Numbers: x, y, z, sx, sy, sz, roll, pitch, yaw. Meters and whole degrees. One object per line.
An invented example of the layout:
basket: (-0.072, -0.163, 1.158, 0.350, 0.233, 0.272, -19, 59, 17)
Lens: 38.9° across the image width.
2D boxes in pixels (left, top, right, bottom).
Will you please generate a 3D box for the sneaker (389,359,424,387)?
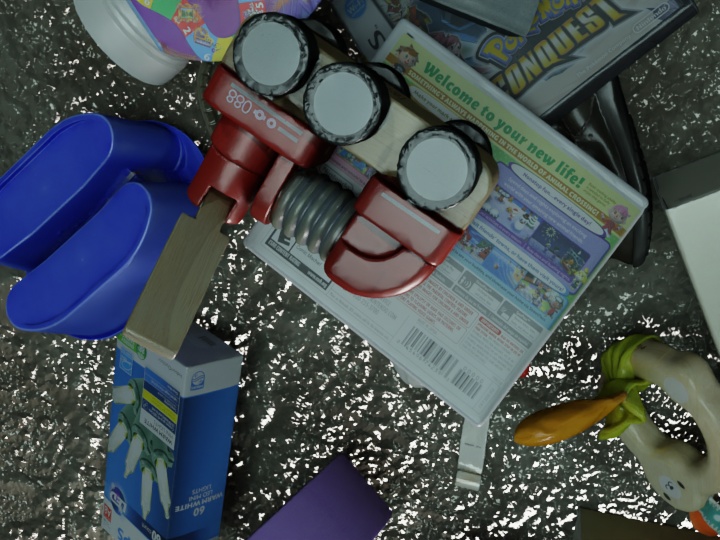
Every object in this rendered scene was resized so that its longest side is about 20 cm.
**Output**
sneaker: (0.000, 0.000, 0.792, 0.088, 0.075, 0.202, -19, 92, 21)

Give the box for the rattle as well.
rattle: (0.214, 0.160, 0.746, 0.129, 0.143, 0.202, 4, 124, 42)

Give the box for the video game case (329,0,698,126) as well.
video game case: (0.093, -0.182, 0.693, 0.199, 0.025, 0.182, -37, 72, 22)

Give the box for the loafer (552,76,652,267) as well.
loafer: (0.158, -0.097, 0.725, 0.071, 0.073, 0.202, -15, 94, 20)

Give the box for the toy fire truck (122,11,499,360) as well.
toy fire truck: (-0.038, -0.031, 0.613, 0.175, 0.129, 0.201, 35, 107, 4)

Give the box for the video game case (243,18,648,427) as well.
video game case: (0.053, -0.031, 0.665, 0.199, 0.022, 0.183, 37, 95, 4)

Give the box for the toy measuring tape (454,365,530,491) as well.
toy measuring tape: (0.095, 0.094, 0.796, 0.073, 0.074, 0.202, 11, 109, 9)

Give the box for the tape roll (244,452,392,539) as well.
tape roll: (-0.068, 0.235, 0.803, 0.066, 0.200, 0.200, 48, 111, 7)

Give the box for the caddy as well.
caddy: (-0.205, -0.032, 0.806, 0.199, 0.105, 0.142, -37, 74, 19)

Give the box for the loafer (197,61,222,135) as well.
loafer: (-0.044, -0.074, 0.719, 0.075, 0.068, 0.201, -34, 86, 3)

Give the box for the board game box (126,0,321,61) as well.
board game box: (-0.108, -0.229, 0.630, 0.157, 0.039, 0.201, -31, 97, 20)

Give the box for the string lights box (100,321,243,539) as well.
string lights box: (-0.160, 0.146, 0.854, 0.102, 0.059, 0.202, 27, 115, 41)

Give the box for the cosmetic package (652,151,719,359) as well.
cosmetic package: (0.276, 0.023, 0.715, 0.072, 0.104, 0.202, -20, 103, 17)

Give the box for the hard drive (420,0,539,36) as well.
hard drive: (0.034, -0.243, 0.618, 0.198, 0.033, 0.141, 16, 96, -21)

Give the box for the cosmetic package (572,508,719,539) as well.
cosmetic package: (0.262, 0.258, 0.793, 0.198, 0.105, 0.072, 9, 108, 8)

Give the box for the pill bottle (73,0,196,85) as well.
pill bottle: (-0.101, -0.229, 0.713, 0.199, 0.116, 0.117, -36, 97, 21)
